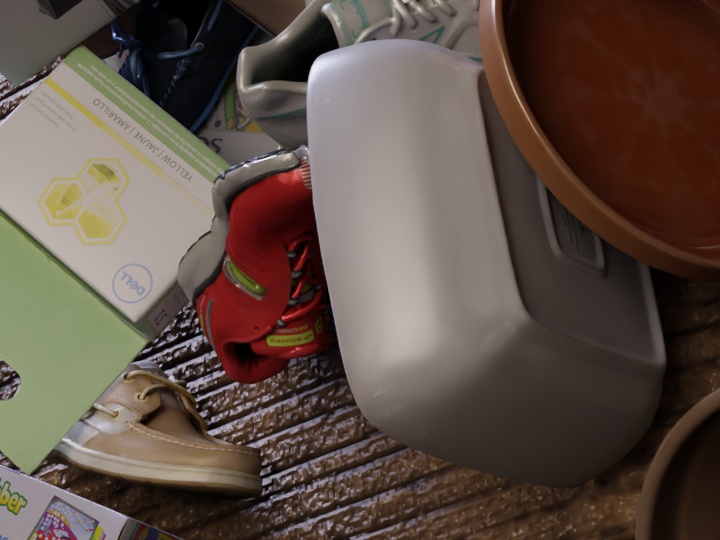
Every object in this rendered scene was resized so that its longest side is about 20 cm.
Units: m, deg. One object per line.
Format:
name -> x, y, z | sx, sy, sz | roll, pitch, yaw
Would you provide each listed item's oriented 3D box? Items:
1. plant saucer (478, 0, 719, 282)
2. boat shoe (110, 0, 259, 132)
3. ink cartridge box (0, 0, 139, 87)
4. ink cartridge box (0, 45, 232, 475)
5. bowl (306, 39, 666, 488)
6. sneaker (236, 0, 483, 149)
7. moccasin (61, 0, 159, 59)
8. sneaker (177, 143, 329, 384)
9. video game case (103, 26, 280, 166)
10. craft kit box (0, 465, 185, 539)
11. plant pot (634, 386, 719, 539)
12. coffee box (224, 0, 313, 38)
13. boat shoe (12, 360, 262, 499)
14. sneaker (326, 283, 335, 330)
plant saucer -> 0.140, -0.085, 0.862 | 0.032, 0.200, 0.201 | -42, 45, 51
boat shoe -> -0.113, -0.150, 1.118 | 0.084, 0.069, 0.200 | 35, 94, 41
ink cartridge box -> -0.156, -0.221, 1.066 | 0.200, 0.084, 0.144 | -32, 42, 13
ink cartridge box -> -0.171, -0.008, 1.037 | 0.145, 0.048, 0.200 | 39, 78, 17
bowl -> 0.070, -0.010, 0.861 | 0.075, 0.200, 0.200 | -26, 60, 32
sneaker -> 0.027, -0.121, 0.920 | 0.200, 0.080, 0.071 | -32, 61, 15
moccasin -> -0.125, -0.208, 1.146 | 0.201, 0.078, 0.074 | -36, 51, 19
sneaker -> -0.034, -0.001, 0.923 | 0.200, 0.077, 0.085 | 121, 132, -62
video game case -> -0.088, -0.154, 1.162 | 0.182, 0.023, 0.200 | 7, 74, 38
craft kit box -> -0.128, 0.144, 0.942 | 0.197, 0.200, 0.049 | 17, 79, 39
plant pot -> 0.219, 0.119, 0.744 | 0.201, 0.093, 0.201 | 15, 115, 35
coffee box -> 0.022, -0.145, 1.025 | 0.200, 0.080, 0.114 | 39, 94, 33
boat shoe -> -0.131, 0.084, 1.053 | 0.200, 0.074, 0.069 | 8, 81, 39
sneaker -> 0.000, 0.000, 0.991 | 0.200, 0.078, 0.070 | 14, 80, 39
